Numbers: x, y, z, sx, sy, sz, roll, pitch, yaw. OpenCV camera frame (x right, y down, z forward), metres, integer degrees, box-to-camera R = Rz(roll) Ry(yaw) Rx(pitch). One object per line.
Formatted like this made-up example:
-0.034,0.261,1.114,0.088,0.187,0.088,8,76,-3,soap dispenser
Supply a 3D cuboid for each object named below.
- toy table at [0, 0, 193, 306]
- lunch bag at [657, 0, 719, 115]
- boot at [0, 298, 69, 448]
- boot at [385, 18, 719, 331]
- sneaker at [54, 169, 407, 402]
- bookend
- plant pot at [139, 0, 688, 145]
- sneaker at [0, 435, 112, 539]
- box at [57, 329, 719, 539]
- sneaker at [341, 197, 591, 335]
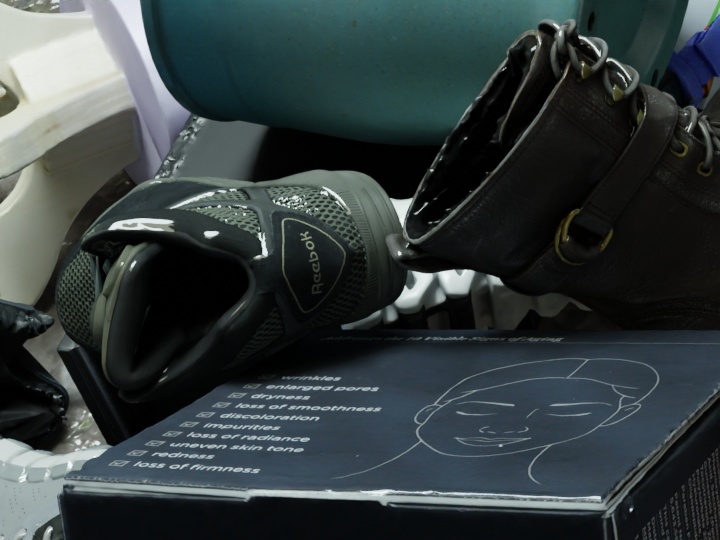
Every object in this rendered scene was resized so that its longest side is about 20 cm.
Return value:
-0.161,-0.082,1.199,0.117,0.185,0.200,-22,3,-15,toy table
0.129,-0.141,1.151,0.199,0.124,0.170,7,47,46,lunch bag
-0.227,-0.011,1.116,0.076,0.200,0.168,-42,38,-10,boot
0.127,-0.045,0.874,0.200,0.174,0.069,-50,33,15,boot
-0.084,0.006,0.925,0.114,0.077,0.199,-15,7,-39,sneaker
0.000,0.000,1.072,0.199,0.092,0.199,5,50,26,bookend
0.038,-0.140,0.998,0.187,0.201,0.200,17,51,23,plant pot
-0.146,0.135,1.011,0.199,0.075,0.116,4,49,45,sneaker
0.033,0.101,0.824,0.199,0.125,0.196,0,15,26,box
0.081,-0.021,0.972,0.199,0.075,0.081,-14,56,-9,sneaker
